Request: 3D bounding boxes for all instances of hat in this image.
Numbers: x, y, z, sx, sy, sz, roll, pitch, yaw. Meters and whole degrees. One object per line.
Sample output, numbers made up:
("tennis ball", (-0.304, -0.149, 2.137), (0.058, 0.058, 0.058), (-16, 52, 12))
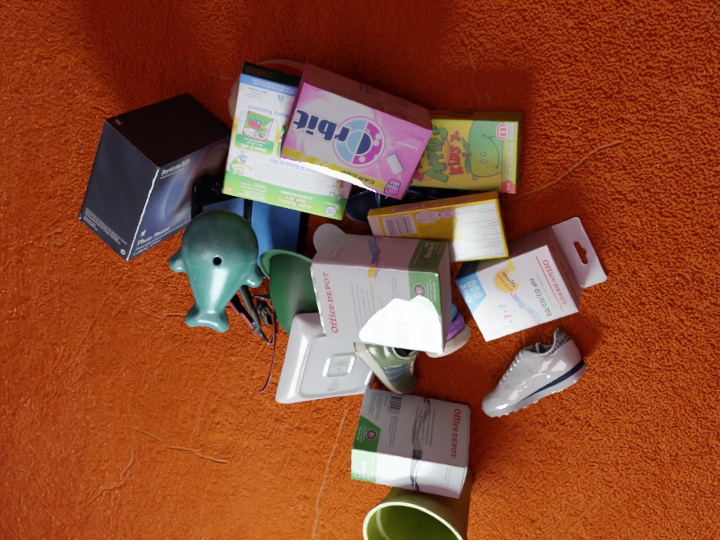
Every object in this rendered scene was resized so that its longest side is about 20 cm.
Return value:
("hat", (-0.121, 0.094, 1.104), (0.161, 0.180, 0.201), (7, 150, 30))

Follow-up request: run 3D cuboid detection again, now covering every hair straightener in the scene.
("hair straightener", (-0.188, 0.072, 1.208), (0.075, 0.042, 0.203), (-14, 137, 7))

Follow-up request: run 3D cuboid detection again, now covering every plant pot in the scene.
("plant pot", (0.126, 0.434, 1.213), (0.194, 0.185, 0.206), (11, 122, 19))

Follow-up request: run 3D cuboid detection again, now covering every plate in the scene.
("plate", (-0.040, 0.157, 1.154), (0.033, 0.194, 0.204), (57, 140, 45))

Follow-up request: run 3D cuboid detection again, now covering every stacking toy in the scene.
("stacking toy", (0.105, 0.033, 1.077), (0.084, 0.085, 0.204), (-20, 101, 31))

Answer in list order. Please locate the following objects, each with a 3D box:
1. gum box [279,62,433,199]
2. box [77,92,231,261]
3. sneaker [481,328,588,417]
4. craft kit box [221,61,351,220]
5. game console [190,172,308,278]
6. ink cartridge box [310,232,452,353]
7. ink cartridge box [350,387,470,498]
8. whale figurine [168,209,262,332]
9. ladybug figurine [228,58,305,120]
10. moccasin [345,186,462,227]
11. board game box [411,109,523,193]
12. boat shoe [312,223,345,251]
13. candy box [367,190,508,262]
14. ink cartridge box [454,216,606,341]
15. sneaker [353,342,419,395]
("gum box", (-0.002, -0.187, 0.909), (0.194, 0.067, 0.115), (17, 126, -14))
("box", (-0.334, -0.156, 1.089), (0.122, 0.200, 0.200), (37, 126, 6))
("sneaker", (0.271, 0.170, 1.081), (0.199, 0.076, 0.082), (-38, 87, 30))
("craft kit box", (-0.095, -0.185, 0.981), (0.194, 0.049, 0.201), (12, 126, -11))
("game console", (-0.193, -0.057, 1.139), (0.118, 0.169, 0.205), (35, 130, 35))
("ink cartridge box", (0.035, 0.032, 0.995), (0.193, 0.088, 0.149), (4, 125, 18))
("ink cartridge box", (0.090, 0.300, 1.160), (0.193, 0.148, 0.085), (8, 125, 8))
("whale figurine", (-0.236, 0.007, 1.073), (0.154, 0.104, 0.206), (12, 103, -13))
("ladybug figurine", (-0.124, -0.252, 1.023), (0.194, 0.072, 0.140), (5, 118, 22))
("moccasin", (0.058, -0.106, 1.021), (0.194, 0.068, 0.083), (-6, 114, 27))
("board game box", (0.134, -0.176, 0.961), (0.194, 0.048, 0.105), (7, 120, 21))
("boat shoe", (0.000, 0.000, 1.111), (0.071, 0.064, 0.201), (-42, 90, 0))
("candy box", (0.115, -0.056, 0.977), (0.194, 0.027, 0.104), (-6, 130, 21))
("ink cartridge box", (0.256, 0.015, 0.996), (0.196, 0.068, 0.117), (-24, 106, 32))
("sneaker", (0.070, 0.147, 1.119), (0.088, 0.069, 0.200), (-22, 138, 20))
